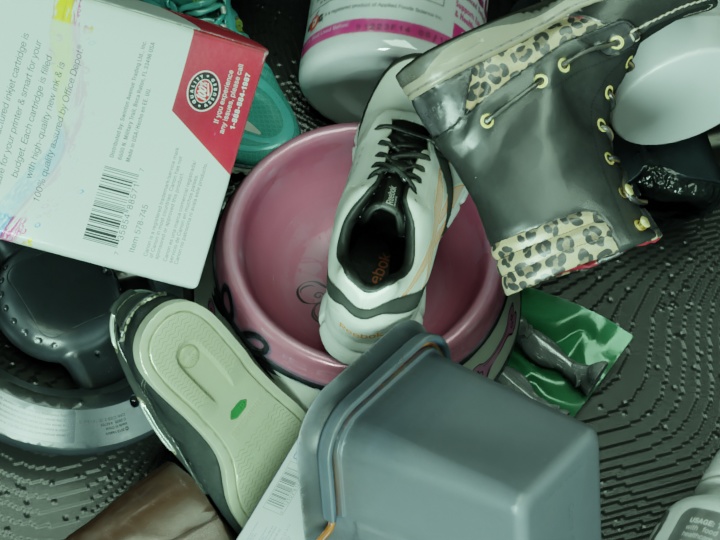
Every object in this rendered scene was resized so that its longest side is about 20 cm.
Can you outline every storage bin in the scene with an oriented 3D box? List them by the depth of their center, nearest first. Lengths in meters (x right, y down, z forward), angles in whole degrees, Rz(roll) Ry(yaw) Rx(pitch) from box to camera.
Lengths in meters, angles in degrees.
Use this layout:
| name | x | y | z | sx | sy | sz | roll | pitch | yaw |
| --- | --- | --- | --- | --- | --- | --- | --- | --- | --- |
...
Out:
| name | x | y | z | sx | sy | sz | roll | pitch | yaw |
| --- | --- | --- | --- | --- | --- | --- | --- | --- | --- |
| storage bin | 0.054 | 0.152 | 1.605 | 0.134 | 0.200 | 0.146 | 18 | 40 | 32 |

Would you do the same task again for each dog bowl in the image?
| name | x | y | z | sx | sy | sz | roll | pitch | yaw |
| --- | --- | --- | --- | --- | --- | --- | --- | --- | --- |
| dog bowl | 0.000 | 0.000 | 1.719 | 0.199 | 0.074 | 0.201 | 2 | 62 | -3 |

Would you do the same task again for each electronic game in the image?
| name | x | y | z | sx | sy | sz | roll | pitch | yaw |
| --- | --- | --- | --- | --- | --- | --- | --- | --- | --- |
| electronic game | -0.182 | 0.019 | 1.740 | 0.199 | 0.042 | 0.200 | 9 | 58 | -14 |

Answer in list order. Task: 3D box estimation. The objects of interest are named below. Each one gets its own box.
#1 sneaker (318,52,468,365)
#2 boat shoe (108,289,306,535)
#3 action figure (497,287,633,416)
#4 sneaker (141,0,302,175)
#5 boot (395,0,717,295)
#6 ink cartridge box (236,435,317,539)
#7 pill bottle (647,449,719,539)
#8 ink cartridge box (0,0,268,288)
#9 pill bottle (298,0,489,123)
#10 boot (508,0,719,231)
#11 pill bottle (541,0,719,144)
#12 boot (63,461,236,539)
| name | x | y | z | sx | sy | sz | roll | pitch | yaw |
| --- | --- | --- | --- | --- | --- | --- | --- | --- | --- |
| sneaker | 0.025 | -0.045 | 1.660 | 0.074 | 0.080 | 0.200 | 9 | 60 | 3 |
| boat shoe | -0.078 | 0.091 | 1.679 | 0.072 | 0.068 | 0.200 | -45 | 120 | -21 |
| action figure | 0.055 | 0.024 | 1.782 | 0.200 | 0.055 | 0.118 | 35 | 67 | 11 |
| sneaker | -0.103 | -0.146 | 1.812 | 0.077 | 0.080 | 0.200 | -27 | 74 | -21 |
| boot | 0.135 | -0.084 | 1.662 | 0.200 | 0.073 | 0.151 | -21 | 86 | -19 |
| ink cartridge box | -0.042 | 0.184 | 1.645 | 0.044 | 0.094 | 0.200 | 20 | 68 | 30 |
| pill bottle | 0.206 | 0.204 | 1.691 | 0.114 | 0.114 | 0.200 | 33 | 64 | 5 |
| ink cartridge box | -0.180 | -0.093 | 1.650 | 0.200 | 0.145 | 0.146 | 16 | 97 | -19 |
| pill bottle | 0.028 | -0.196 | 1.841 | 0.113 | 0.113 | 0.200 | 11 | 64 | -6 |
| boot | 0.205 | -0.112 | 1.856 | 0.200 | 0.076 | 0.169 | -13 | 65 | -9 |
| pill bottle | 0.165 | -0.185 | 1.790 | 0.114 | 0.114 | 0.200 | -11 | 60 | -16 |
| boot | -0.129 | 0.220 | 1.650 | 0.200 | 0.064 | 0.187 | -27 | 72 | -26 |
